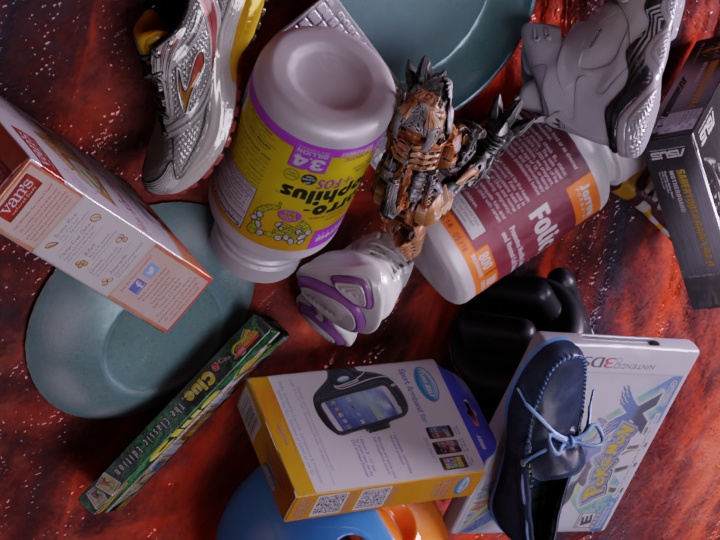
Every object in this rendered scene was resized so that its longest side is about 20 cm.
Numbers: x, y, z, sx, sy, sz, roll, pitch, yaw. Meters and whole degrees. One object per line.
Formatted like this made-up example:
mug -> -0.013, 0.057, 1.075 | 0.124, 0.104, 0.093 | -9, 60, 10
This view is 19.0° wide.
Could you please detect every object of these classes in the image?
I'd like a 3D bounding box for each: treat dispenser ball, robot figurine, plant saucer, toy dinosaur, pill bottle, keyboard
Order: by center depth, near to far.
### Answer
pill bottle -> -0.050, -0.077, 1.569 | 0.104, 0.105, 0.200 | -15, 151, -29
toy dinosaur -> 0.043, -0.080, 1.584 | 0.136, 0.102, 0.200 | -56, -174, -33
keyboard -> 0.000, -0.133, 1.613 | 0.056, 0.011, 0.200 | -43, 139, -1
plant saucer -> 0.044, -0.200, 1.627 | 0.199, 0.036, 0.201 | -22, 135, -24
plant saucer -> -0.160, 0.043, 1.659 | 0.200, 0.039, 0.202 | -22, 135, -24
pill bottle -> 0.128, -0.072, 1.737 | 0.200, 0.114, 0.114 | -34, 138, -11
treat dispenser ball -> -0.024, 0.243, 1.807 | 0.200, 0.201, 0.202 | -21, 134, -24
robot figurine -> 0.152, 0.085, 1.876 | 0.150, 0.125, 0.200 | -33, 137, -4

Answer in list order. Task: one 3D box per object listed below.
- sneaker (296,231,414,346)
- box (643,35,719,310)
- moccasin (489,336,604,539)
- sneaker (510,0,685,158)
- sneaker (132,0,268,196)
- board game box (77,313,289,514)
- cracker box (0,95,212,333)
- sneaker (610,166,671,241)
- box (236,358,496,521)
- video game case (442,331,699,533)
sneaker -> 0.000, 0.000, 1.682 | 0.100, 0.075, 0.200 | -48, -178, -10
box -> 0.299, -0.085, 1.791 | 0.200, 0.048, 0.159 | -53, 127, -53
moccasin -> 0.160, 0.146, 1.761 | 0.080, 0.068, 0.201 | -16, 131, -25
sneaker -> 0.188, -0.189, 1.683 | 0.075, 0.114, 0.201 | 77, 28, -68
sneaker -> -0.129, -0.148, 1.515 | 0.082, 0.078, 0.201 | 2, 115, -29
board game box -> -0.138, 0.114, 1.708 | 0.200, 0.023, 0.105 | -46, 171, 2
cracker box -> -0.206, -0.048, 1.477 | 0.058, 0.134, 0.200 | -49, 139, 6
sneaker -> 0.275, -0.068, 1.876 | 0.075, 0.090, 0.200 | -51, 138, 8
box -> 0.010, 0.135, 1.752 | 0.199, 0.119, 0.042 | -3, 141, -29
video game case -> 0.180, 0.141, 1.837 | 0.182, 0.022, 0.201 | 4, 122, -37
